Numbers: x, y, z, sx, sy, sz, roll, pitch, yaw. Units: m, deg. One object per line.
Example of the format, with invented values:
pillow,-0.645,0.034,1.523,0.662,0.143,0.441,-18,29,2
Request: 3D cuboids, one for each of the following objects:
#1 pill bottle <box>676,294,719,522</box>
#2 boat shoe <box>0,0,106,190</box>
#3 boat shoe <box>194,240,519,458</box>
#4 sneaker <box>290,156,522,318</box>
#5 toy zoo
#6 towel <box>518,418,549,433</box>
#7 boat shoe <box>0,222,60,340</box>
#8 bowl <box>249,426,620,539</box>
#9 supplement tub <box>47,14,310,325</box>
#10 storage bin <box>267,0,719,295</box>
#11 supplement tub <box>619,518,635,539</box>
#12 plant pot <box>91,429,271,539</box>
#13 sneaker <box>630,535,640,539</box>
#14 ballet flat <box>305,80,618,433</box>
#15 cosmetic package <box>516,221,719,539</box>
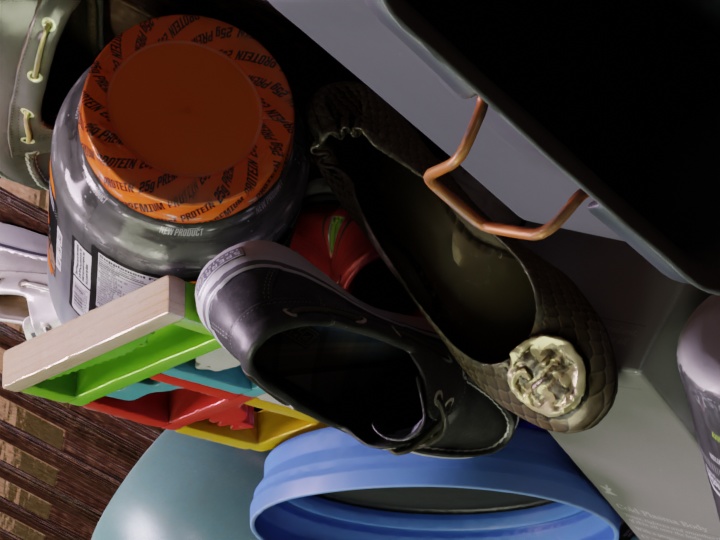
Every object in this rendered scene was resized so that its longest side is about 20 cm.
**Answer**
pill bottle,0.212,0.104,0.922,0.106,0.106,0.201,8,129,38
boat shoe,-0.156,-0.093,1.027,0.060,0.072,0.202,29,154,13
boat shoe,0.010,0.051,0.940,0.200,0.070,0.066,34,-163,-41
sneaker,0.000,0.000,1.039,0.077,0.085,0.200,35,156,-17
toy zoo,-0.058,0.053,1.020,0.199,0.021,0.131,19,150,-41
towel,0.071,0.082,1.140,0.199,0.050,0.147,27,160,-25
boat shoe,-0.182,0.023,1.304,0.199,0.070,0.071,14,154,29
bowl,0.040,0.124,1.111,0.199,0.040,0.201,2,159,1
supplement tub,-0.090,-0.033,1.002,0.122,0.123,0.200,26,155,2
storage bin,0.060,-0.082,0.752,0.200,0.146,0.134,38,165,-24
supplement tub,0.217,0.213,1.202,0.199,0.123,0.123,5,148,42
plant pot,-0.086,0.190,1.408,0.161,0.201,0.201,36,158,9
sneaker,0.185,0.179,1.096,0.076,0.081,0.200,33,122,-33
ballet flat,0.039,-0.008,0.920,0.200,0.067,0.046,53,-157,17
cosmetic package,0.151,0.060,1.001,0.106,0.091,0.200,9,154,44
